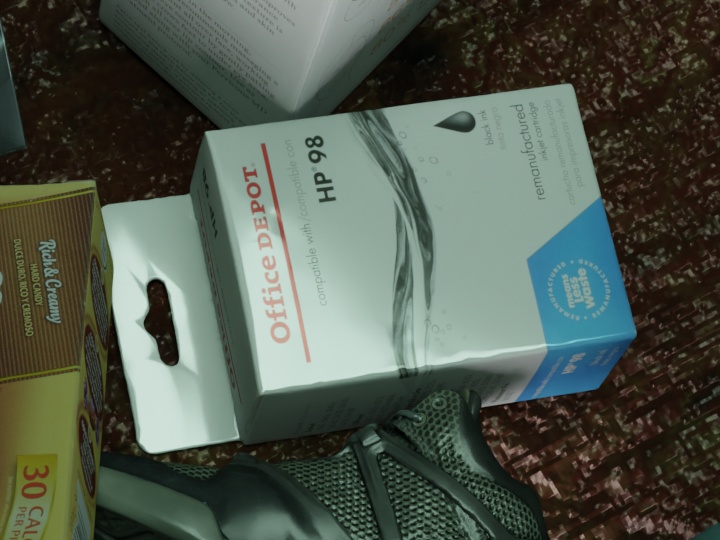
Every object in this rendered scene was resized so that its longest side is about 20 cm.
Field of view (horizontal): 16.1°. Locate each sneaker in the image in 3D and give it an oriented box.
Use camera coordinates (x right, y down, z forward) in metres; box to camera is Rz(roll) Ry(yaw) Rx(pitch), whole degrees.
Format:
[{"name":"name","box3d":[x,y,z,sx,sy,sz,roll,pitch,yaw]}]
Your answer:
[{"name":"sneaker","box3d":[-0.017,0.094,1.000,0.198,0.076,0.115,15,53,5]}]

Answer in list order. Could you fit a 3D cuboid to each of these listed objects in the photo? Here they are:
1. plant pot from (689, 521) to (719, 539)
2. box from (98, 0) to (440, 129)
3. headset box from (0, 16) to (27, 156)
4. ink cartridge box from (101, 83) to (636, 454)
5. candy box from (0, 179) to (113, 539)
[{"name":"plant pot","box3d":[0.161,0.171,0.954,0.134,0.200,0.201,0,64,28]},{"name":"box","box3d":[-0.012,-0.160,1.027,0.106,0.200,0.152,41,67,7]},{"name":"headset box","box3d":[-0.236,-0.112,0.970,0.199,0.093,0.175,-18,105,-27]},{"name":"ink cartridge box","box3d":[0.000,0.000,1.039,0.199,0.067,0.117,-9,71,-14]},{"name":"candy box","box3d":[-0.156,0.057,0.949,0.116,0.057,0.201,-2,50,3]}]
